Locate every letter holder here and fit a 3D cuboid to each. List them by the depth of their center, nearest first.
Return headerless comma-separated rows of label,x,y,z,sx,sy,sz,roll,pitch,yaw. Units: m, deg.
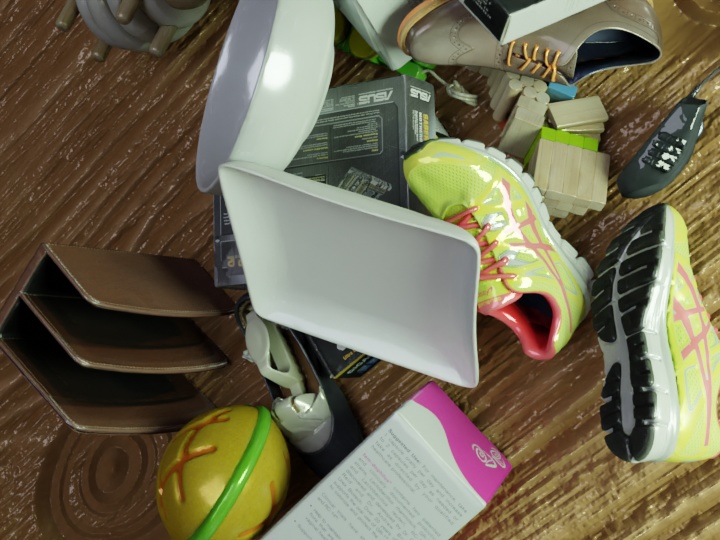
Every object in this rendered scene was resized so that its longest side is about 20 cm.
letter holder,-0.194,0.063,1.066,0.142,0.200,0.101,43,108,26

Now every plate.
plate,0.000,0.000,0.907,0.199,0.200,0.032,17,58,17

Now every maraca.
maraca,-0.118,0.174,1.032,0.107,0.200,0.137,35,86,-9

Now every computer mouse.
computer mouse,0.261,-0.130,0.890,0.034,0.059,0.200,40,103,10

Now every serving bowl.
serving bowl,-0.066,-0.148,0.937,0.200,0.066,0.200,-165,90,-72

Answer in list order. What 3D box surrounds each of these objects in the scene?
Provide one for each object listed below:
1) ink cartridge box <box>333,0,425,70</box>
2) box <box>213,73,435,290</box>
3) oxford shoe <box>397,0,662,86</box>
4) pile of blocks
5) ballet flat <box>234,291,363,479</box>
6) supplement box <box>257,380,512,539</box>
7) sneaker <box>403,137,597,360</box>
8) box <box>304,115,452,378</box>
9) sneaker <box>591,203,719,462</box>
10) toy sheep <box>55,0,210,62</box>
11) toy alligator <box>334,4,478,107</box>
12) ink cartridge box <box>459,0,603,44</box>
ink cartridge box,0.045,-0.291,0.947,0.200,0.145,0.145,-39,67,3
box,-0.033,-0.069,1.010,0.200,0.048,0.159,-6,83,32
oxford shoe,0.129,-0.176,0.903,0.200,0.071,0.073,-8,53,-4
pile of blocks,0.142,-0.123,0.966,0.062,0.082,0.200,113,146,-61
ballet flat,-0.060,0.101,1.058,0.073,0.073,0.200,-32,71,26
supplement box,0.011,0.197,0.975,0.103,0.101,0.200,46,111,8
sneaker,0.101,-0.014,0.894,0.200,0.090,0.078,44,139,-17
box,0.016,-0.027,1.033,0.200,0.049,0.160,-40,69,23
sneaker,0.226,0.049,0.881,0.078,0.090,0.200,145,136,-59
toy sheep,-0.215,-0.269,1.148,0.200,0.138,0.138,7,90,37
toy alligator,0.028,-0.199,1.031,0.200,0.059,0.054,28,101,30
ink cartridge box,0.153,-0.238,0.892,0.095,0.200,0.037,52,151,24
